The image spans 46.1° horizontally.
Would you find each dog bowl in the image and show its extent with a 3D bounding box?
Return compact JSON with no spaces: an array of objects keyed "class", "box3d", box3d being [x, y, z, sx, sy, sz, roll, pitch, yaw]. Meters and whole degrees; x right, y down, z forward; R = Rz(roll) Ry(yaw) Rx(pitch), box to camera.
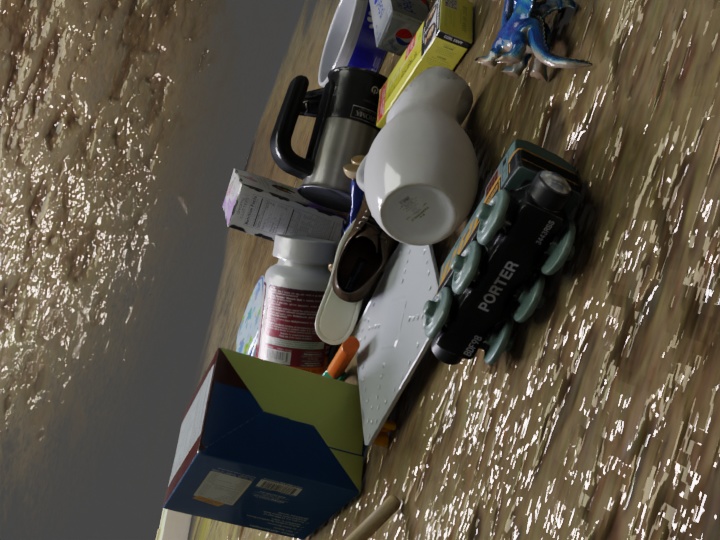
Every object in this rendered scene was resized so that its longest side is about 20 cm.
[{"class":"dog bowl","box3d":[-0.007,-0.420,1.534,0.200,0.078,0.203,-164,90,-74]}]

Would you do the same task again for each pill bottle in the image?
[{"class":"pill bottle","box3d":[-0.091,0.054,1.232,0.109,0.108,0.203,-155,72,-74]}]

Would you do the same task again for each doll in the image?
[{"class":"doll","box3d":[-0.005,-0.052,1.165,0.137,0.048,0.203,-56,-24,-62]}]

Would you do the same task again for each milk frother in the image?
[{"class":"milk frother","box3d":[-0.048,-0.194,1.298,0.200,0.178,0.191,121,165,-79]}]

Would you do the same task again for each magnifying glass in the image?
[{"class":"magnifying glass","box3d":[-0.038,0.135,1.087,0.079,0.022,0.200,-41,-9,-31]}]

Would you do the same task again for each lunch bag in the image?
[{"class":"lunch bag","box3d":[-0.173,0.112,1.561,0.201,0.081,0.162,-105,34,-62]}]

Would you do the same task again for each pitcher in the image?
[{"class":"pitcher","box3d":[0.051,-0.108,0.924,0.171,0.121,0.201,-40,27,34]}]

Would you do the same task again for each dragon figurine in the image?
[{"class":"dragon figurine","box3d":[0.163,-0.237,0.799,0.200,0.058,0.101,-129,57,-73]}]

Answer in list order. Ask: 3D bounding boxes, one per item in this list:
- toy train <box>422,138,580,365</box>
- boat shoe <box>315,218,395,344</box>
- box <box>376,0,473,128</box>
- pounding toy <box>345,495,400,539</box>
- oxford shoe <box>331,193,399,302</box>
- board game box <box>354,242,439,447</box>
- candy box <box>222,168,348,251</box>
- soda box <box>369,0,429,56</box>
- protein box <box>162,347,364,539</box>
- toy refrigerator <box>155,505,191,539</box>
[{"class":"toy train","box3d":[0.116,-0.012,0.710,0.115,0.084,0.201,-74,8,-53]},{"class":"boat shoe","box3d":[0.000,0.000,1.100,0.202,0.072,0.062,-65,-6,4]},{"class":"box","box3d":[0.083,-0.269,1.124,0.200,0.049,0.076,129,152,-55]},{"class":"pounding toy","box3d":[-0.043,0.320,0.769,0.142,0.181,0.203,-163,82,-74]},{"class":"oxford shoe","box3d":[0.025,-0.054,1.025,0.084,0.072,0.202,50,-119,-88]},{"class":"board game box","box3d":[0.047,0.062,0.956,0.201,0.026,0.201,-96,27,-55]},{"class":"candy box","box3d":[-0.113,-0.088,1.341,0.168,0.197,0.072,-127,56,-71]},{"class":"soda box","box3d":[0.060,-0.401,1.305,0.201,0.067,0.064,-94,25,-52]},{"class":"protein box","box3d":[-0.119,0.222,1.047,0.200,0.196,0.136,127,156,-51]},{"class":"toy refrigerator","box3d":[-0.451,0.644,2.004,0.076,0.069,0.202,124,156,-46]}]
